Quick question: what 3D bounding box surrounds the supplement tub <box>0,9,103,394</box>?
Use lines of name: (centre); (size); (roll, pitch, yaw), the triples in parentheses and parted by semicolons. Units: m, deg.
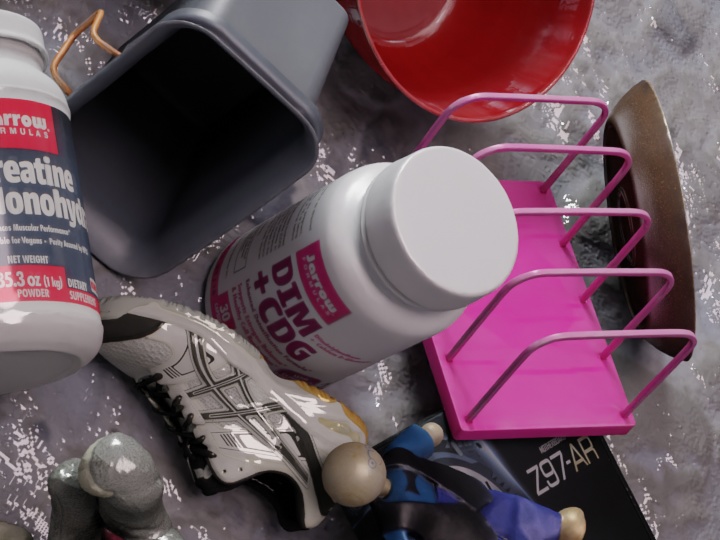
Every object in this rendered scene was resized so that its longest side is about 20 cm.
supplement tub: (-0.228, -0.035, 1.362); (0.140, 0.140, 0.200); (0, 73, -37)

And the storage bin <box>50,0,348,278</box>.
storage bin: (-0.108, -0.114, 1.461); (0.146, 0.200, 0.134); (42, 42, -16)

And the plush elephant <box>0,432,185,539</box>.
plush elephant: (-0.160, 0.199, 1.322); (0.155, 0.200, 0.165); (-34, 93, -17)

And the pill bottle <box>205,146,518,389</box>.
pill bottle: (0.000, 0.000, 1.479); (0.113, 0.200, 0.113); (14, 64, -32)

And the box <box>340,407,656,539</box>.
box: (0.091, 0.162, 1.586); (0.200, 0.044, 0.160); (-25, 89, -40)

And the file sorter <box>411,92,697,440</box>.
file sorter: (0.119, -0.006, 1.582); (0.139, 0.125, 0.200); (0, 57, -29)

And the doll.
doll: (0.056, 0.151, 1.496); (0.200, 0.048, 0.136); (23, 44, -32)

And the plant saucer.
plant saucer: (0.200, -0.033, 1.674); (0.032, 0.200, 0.200); (-10, 76, -2)

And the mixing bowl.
mixing bowl: (0.053, -0.205, 1.641); (0.200, 0.108, 0.200); (-5, 100, -31)

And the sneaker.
sneaker: (-0.089, 0.090, 1.461); (0.200, 0.076, 0.088); (31, 67, -16)
